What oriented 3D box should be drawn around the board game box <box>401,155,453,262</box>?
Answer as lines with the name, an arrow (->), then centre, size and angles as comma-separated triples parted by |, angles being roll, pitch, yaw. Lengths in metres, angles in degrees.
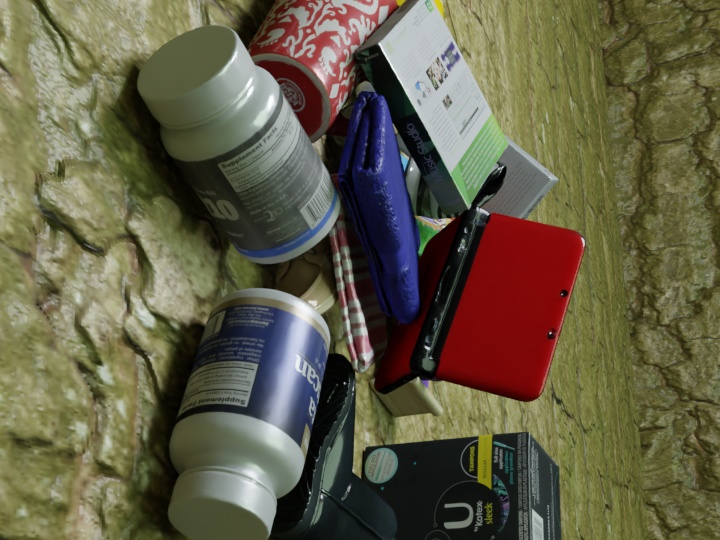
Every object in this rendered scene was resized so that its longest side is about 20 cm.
board game box -> 0.065, -0.059, 1.324 | 0.153, 0.040, 0.200 | 33, 32, -1

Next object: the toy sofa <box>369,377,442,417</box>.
toy sofa -> 0.081, 0.078, 1.355 | 0.083, 0.098, 0.200 | 56, 32, -45

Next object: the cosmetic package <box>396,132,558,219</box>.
cosmetic package -> 0.152, -0.146, 1.439 | 0.200, 0.101, 0.071 | 42, 15, 11

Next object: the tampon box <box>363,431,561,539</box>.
tampon box -> 0.114, 0.279, 1.225 | 0.126, 0.200, 0.150 | 48, 38, -52

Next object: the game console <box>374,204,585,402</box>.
game console -> 0.121, 0.046, 1.131 | 0.119, 0.172, 0.200 | 28, 63, -11

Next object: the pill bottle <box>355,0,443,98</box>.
pill bottle -> 0.052, -0.308, 1.408 | 0.112, 0.112, 0.200 | 44, 42, -56

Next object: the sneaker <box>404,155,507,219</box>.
sneaker -> 0.123, -0.144, 1.292 | 0.076, 0.115, 0.201 | 72, 29, -63

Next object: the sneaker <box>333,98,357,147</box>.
sneaker -> 0.019, -0.116, 1.257 | 0.087, 0.074, 0.200 | 41, 33, -38

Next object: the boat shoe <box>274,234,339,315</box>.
boat shoe -> -0.059, -0.006, 1.100 | 0.200, 0.071, 0.065 | -75, 145, -64

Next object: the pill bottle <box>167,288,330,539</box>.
pill bottle -> -0.095, 0.123, 0.902 | 0.111, 0.111, 0.200 | 59, 31, -42

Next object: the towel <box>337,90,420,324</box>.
towel -> 0.021, -0.062, 1.090 | 0.148, 0.050, 0.200 | -88, 166, -49

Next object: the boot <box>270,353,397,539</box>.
boot -> -0.020, 0.207, 1.088 | 0.168, 0.076, 0.200 | 50, 44, -45

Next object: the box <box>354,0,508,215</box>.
box -> 0.080, -0.178, 1.150 | 0.200, 0.036, 0.144 | 58, 39, -19

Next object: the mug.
mug -> -0.031, -0.217, 1.122 | 0.133, 0.177, 0.200 | -62, -178, 43

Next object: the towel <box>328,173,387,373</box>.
towel -> 0.000, 0.000, 1.114 | 0.146, 0.030, 0.200 | -20, 101, -79

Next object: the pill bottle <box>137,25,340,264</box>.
pill bottle -> -0.106, -0.109, 0.959 | 0.200, 0.114, 0.114 | 59, 31, -42
